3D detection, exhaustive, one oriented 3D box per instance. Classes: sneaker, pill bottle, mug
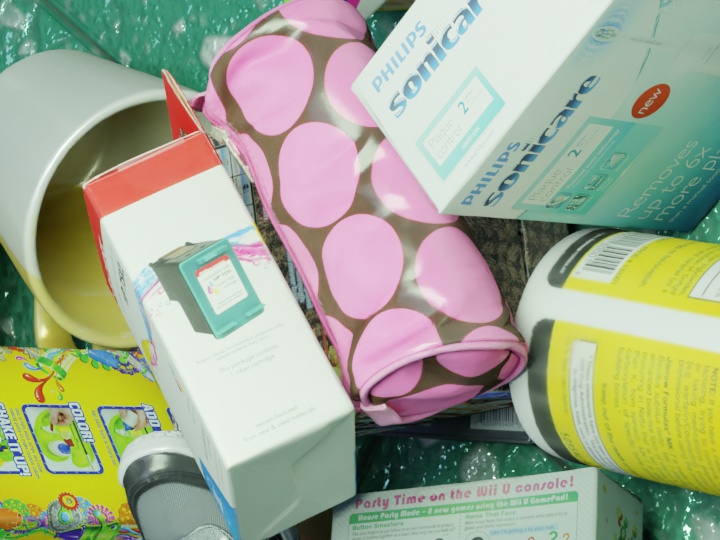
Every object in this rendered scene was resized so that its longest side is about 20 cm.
[{"bbox_3d":[-0.062,0.180,1.280,0.075,0.114,0.200,-24,112,19],"label":"sneaker"},{"bbox_3d":[0.176,0.048,1.161,0.199,0.114,0.115,11,95,42],"label":"pill bottle"},{"bbox_3d":[-0.162,-0.039,1.443,0.187,0.149,0.153,-57,40,2],"label":"mug"}]

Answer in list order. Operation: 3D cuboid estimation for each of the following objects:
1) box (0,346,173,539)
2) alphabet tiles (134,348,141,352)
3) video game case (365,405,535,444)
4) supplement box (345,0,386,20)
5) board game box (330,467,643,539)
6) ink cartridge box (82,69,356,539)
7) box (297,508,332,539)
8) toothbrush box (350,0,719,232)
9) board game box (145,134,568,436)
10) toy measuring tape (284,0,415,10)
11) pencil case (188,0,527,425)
[{"bbox_3d":[-0.197,0.150,1.396,0.200,0.192,0.122,-55,48,34],"label":"box"},{"bbox_3d":[-0.060,0.046,1.442,0.200,0.008,0.168,-30,68,37],"label":"alphabet tiles"},{"bbox_3d":[0.038,-0.012,1.344,0.142,0.019,0.201,1,87,38],"label":"video game case"},{"bbox_3d":[0.016,-0.232,1.277,0.200,0.101,0.103,-44,57,1],"label":"supplement box"},{"bbox_3d":[0.056,0.203,1.210,0.147,0.064,0.201,-8,66,29],"label":"board game box"},{"bbox_3d":[-0.074,0.018,1.216,0.200,0.067,0.116,61,169,23],"label":"ink cartridge box"},{"bbox_3d":[-0.056,0.187,1.416,0.200,0.021,0.164,25,106,37],"label":"box"},{"bbox_3d":[0.117,-0.100,1.164,0.147,0.200,0.085,-50,57,27],"label":"toothbrush box"},{"bbox_3d":[0.000,0.000,1.301,0.199,0.097,0.160,-13,80,36],"label":"board game box"},{"bbox_3d":[0.028,-0.173,1.336,0.199,0.073,0.074,1,88,42],"label":"toy measuring tape"},{"bbox_3d":[-0.002,-0.024,1.190,0.093,0.091,0.201,-27,68,1],"label":"pencil case"}]
